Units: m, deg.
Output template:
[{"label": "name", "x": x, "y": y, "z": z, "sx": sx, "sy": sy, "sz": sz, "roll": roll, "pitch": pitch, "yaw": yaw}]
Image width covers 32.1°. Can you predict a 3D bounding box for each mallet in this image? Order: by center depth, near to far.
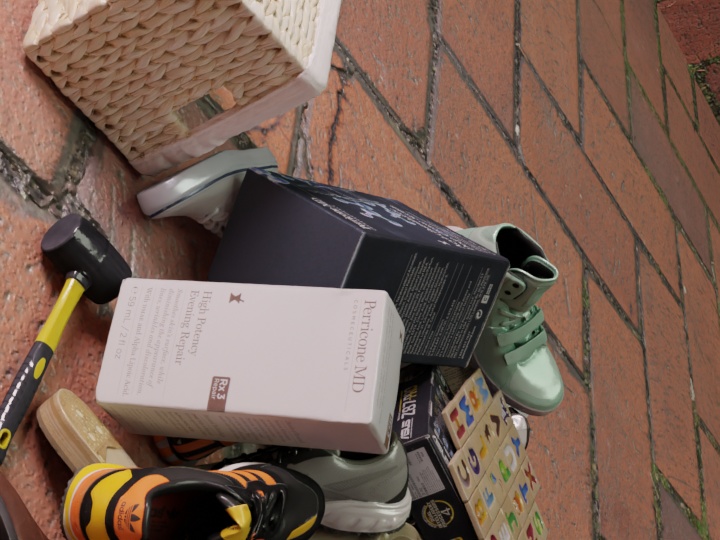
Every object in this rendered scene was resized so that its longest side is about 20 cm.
[{"label": "mallet", "x": -0.220, "y": 0.041, "z": 0.853, "sx": 0.066, "sy": 0.041, "sz": 0.200, "roll": 57, "pitch": 35, "yaw": -27}]

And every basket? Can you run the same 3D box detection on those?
[{"label": "basket", "x": -0.136, "y": -0.217, "z": 0.992, "sx": 0.161, "sy": 0.198, "sz": 0.201, "roll": 42, "pitch": 40, "yaw": -38}]

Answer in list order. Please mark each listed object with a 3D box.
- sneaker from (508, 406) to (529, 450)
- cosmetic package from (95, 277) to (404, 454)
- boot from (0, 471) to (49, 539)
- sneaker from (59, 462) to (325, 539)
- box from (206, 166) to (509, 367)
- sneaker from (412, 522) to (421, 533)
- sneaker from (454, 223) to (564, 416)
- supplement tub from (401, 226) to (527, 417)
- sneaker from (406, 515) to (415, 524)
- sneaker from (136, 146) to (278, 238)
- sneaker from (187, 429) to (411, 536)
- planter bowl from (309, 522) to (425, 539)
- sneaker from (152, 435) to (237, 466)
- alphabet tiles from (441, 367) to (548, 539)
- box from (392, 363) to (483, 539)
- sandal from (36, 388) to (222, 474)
[{"label": "sneaker", "x": 0.092, "y": 0.153, "z": 1.193, "sx": 0.200, "sy": 0.115, "sz": 0.081, "roll": 50, "pitch": -9, "yaw": -15}, {"label": "cosmetic package", "x": -0.076, "y": 0.066, "z": 0.886, "sx": 0.074, "sy": 0.199, "sz": 0.102, "roll": 64, "pitch": 30, "yaw": -61}, {"label": "boot", "x": -0.177, "y": 0.187, "z": 0.812, "sx": 0.189, "sy": 0.068, "sz": 0.200, "roll": 60, "pitch": 21, "yaw": 3}, {"label": "sneaker", "x": -0.085, "y": 0.160, "z": 0.794, "sx": 0.200, "sy": 0.090, "sz": 0.070, "roll": 11, "pitch": 83, "yaw": -43}, {"label": "box", "x": 0.000, "y": 0.000, "z": 1.059, "sx": 0.200, "sy": 0.148, "sz": 0.107, "roll": 8, "pitch": 107, "yaw": -49}, {"label": "sneaker", "x": 0.066, "y": 0.323, "z": 1.150, "sx": 0.098, "sy": 0.071, "sz": 0.201, "roll": 26, "pitch": 70, "yaw": -66}, {"label": "sneaker", "x": 0.149, "y": 0.048, "z": 1.154, "sx": 0.074, "sy": 0.118, "sz": 0.201, "roll": -38, "pitch": 100, "yaw": -30}, {"label": "supplement tub", "x": 0.083, "y": 0.071, "z": 1.280, "sx": 0.200, "sy": 0.145, "sz": 0.145, "roll": 64, "pitch": 28, "yaw": -15}, {"label": "sneaker", "x": -0.002, "y": 0.173, "z": 1.130, "sx": 0.200, "sy": 0.079, "sz": 0.078, "roll": 46, "pitch": 36, "yaw": -40}, {"label": "sneaker", "x": -0.115, "y": -0.061, "z": 1.065, "sx": 0.200, "sy": 0.073, "sz": 0.071, "roll": -26, "pitch": 93, "yaw": -63}, {"label": "sneaker", "x": -0.059, "y": 0.153, "z": 0.941, "sx": 0.074, "sy": 0.199, "sz": 0.080, "roll": -123, "pitch": -146, "yaw": -67}, {"label": "planter bowl", "x": -0.015, "y": 0.269, "z": 0.987, "sx": 0.200, "sy": 0.134, "sz": 0.201, "roll": 39, "pitch": 42, "yaw": -47}, {"label": "sneaker", "x": -0.079, "y": 0.082, "z": 1.004, "sx": 0.078, "sy": 0.112, "sz": 0.200, "roll": 60, "pitch": 29, "yaw": -23}, {"label": "alphabet tiles", "x": 0.118, "y": 0.177, "z": 1.071, "sx": 0.167, "sy": 0.006, "sz": 0.200, "roll": 68, "pitch": 20, "yaw": -4}, {"label": "box", "x": 0.084, "y": 0.193, "z": 1.068, "sx": 0.200, "sy": 0.049, "sz": 0.161, "roll": 63, "pitch": 15, "yaw": -16}, {"label": "sandal", "x": -0.126, "y": 0.153, "z": 0.856, "sx": 0.212, "sy": 0.070, "sz": 0.078, "roll": 51, "pitch": 5, "yaw": -10}]
